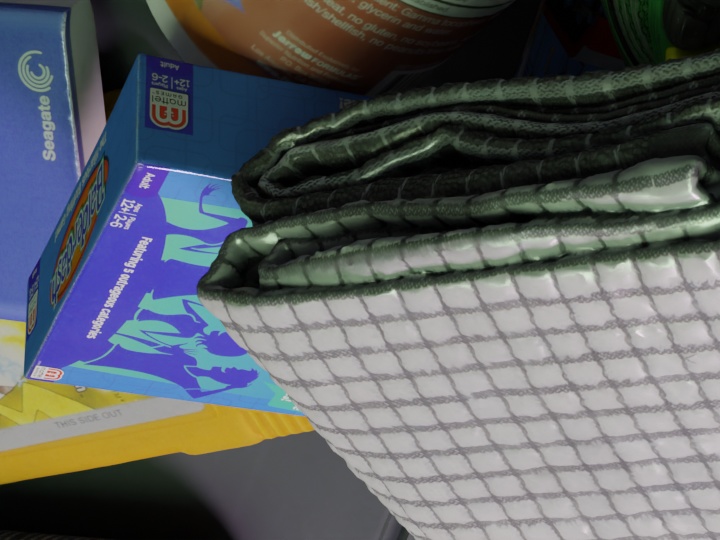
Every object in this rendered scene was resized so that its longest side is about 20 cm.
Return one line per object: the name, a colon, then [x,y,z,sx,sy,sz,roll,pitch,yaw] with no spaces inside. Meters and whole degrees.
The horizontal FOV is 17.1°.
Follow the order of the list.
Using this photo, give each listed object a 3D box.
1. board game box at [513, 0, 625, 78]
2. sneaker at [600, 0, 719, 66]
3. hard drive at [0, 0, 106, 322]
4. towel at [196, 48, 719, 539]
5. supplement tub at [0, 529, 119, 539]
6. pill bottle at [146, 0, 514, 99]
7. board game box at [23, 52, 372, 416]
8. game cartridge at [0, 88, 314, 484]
board game box: [0.123,-0.038,0.858,0.151,0.037,0.200,18,135,0]
sneaker: [0.137,-0.045,0.751,0.078,0.085,0.200,-35,129,0]
hard drive: [-0.193,-0.049,0.935,0.200,0.025,0.132,6,118,19]
towel: [0.078,0.017,0.695,0.200,0.086,0.166,-8,135,33]
supplement tub: [-0.153,0.190,1.096,0.200,0.140,0.140,3,132,17]
pill bottle: [0.024,-0.138,0.747,0.112,0.112,0.200,37,132,-16]
board game box: [0.000,0.000,0.816,0.200,0.045,0.152,8,149,-18]
game cartridge: [-0.124,0.013,0.996,0.200,0.032,0.176,-11,127,29]
